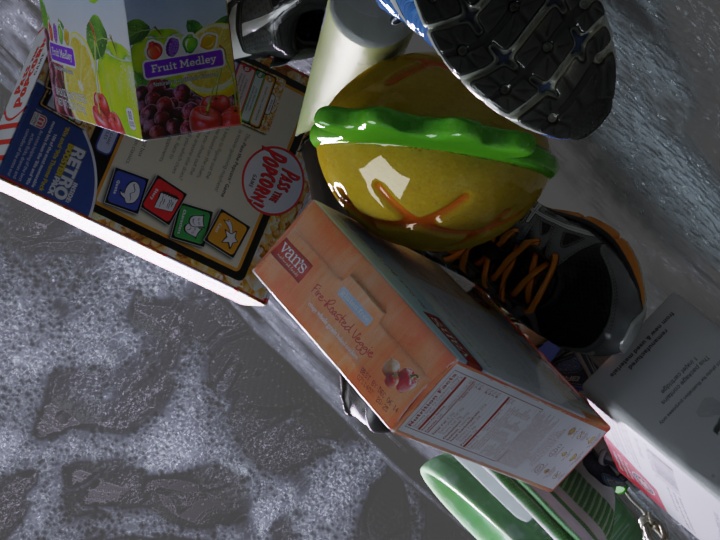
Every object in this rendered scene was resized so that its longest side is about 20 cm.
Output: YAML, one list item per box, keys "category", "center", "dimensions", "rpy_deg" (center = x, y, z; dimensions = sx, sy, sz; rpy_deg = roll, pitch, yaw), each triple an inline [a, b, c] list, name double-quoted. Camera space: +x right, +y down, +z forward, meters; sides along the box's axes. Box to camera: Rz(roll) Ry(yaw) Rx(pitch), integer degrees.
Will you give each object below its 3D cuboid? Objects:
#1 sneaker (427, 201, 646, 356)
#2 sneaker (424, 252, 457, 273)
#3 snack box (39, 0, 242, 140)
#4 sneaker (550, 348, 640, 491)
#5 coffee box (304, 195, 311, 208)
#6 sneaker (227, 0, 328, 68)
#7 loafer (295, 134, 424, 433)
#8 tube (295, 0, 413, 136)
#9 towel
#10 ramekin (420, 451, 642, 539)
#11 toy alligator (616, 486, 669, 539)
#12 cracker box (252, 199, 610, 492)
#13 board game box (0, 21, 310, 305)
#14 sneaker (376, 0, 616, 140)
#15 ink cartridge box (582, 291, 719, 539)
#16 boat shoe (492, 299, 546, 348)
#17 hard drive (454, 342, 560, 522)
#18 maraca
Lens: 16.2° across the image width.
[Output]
- category: "sneaker"
  center: [0.082, -0.014, 1.476]
  dimensions: [0.200, 0.078, 0.077]
  rpy_deg: [39, -156, 31]
- category: "sneaker"
  center: [0.039, -0.004, 1.611]
  dimensions: [0.079, 0.075, 0.201]
  rpy_deg: [-96, 1, -62]
- category: "snack box"
  center: [-0.136, -0.184, 1.444]
  dimensions: [0.169, 0.067, 0.201]
  rpy_deg: [-161, 63, -65]
- category: "sneaker"
  center: [0.193, 0.117, 1.654]
  dimensions: [0.200, 0.085, 0.077]
  rpy_deg: [38, 170, 32]
- category: "coffee box"
  center: [-0.004, -0.033, 1.766]
  dimensions: [0.080, 0.114, 0.200]
  rpy_deg: [43, 173, -5]
- category: "sneaker"
  center: [-0.061, -0.149, 1.508]
  dimensions: [0.090, 0.067, 0.200]
  rpy_deg: [36, 152, -8]
- category: "loafer"
  center: [0.000, 0.000, 1.554]
  dimensions: [0.071, 0.201, 0.073]
  rpy_deg: [-5, 175, 32]
- category: "tube"
  center: [0.001, -0.124, 1.461]
  dimensions: [0.058, 0.052, 0.200]
  rpy_deg: [5, 168, -5]
- category: "towel"
  center: [0.114, 0.107, 1.692]
  dimensions: [0.153, 0.023, 0.200]
  rpy_deg: [44, -161, -10]
- category: "ramekin"
  center: [0.158, 0.212, 2.270]
  dimensions: [0.200, 0.098, 0.200]
  rpy_deg: [43, 172, 8]
- category: "toy alligator"
  center: [0.178, 0.129, 1.925]
  dimensions: [0.200, 0.059, 0.054]
  rpy_deg: [45, 132, -4]
- category: "cracker box"
  center: [0.042, 0.045, 1.416]
  dimensions: [0.134, 0.058, 0.200]
  rpy_deg: [48, -169, 31]
- category: "board game box"
  center: [-0.124, -0.085, 1.623]
  dimensions: [0.200, 0.152, 0.046]
  rpy_deg: [27, 169, -22]
- category: "sneaker"
  center: [0.047, -0.138, 1.164]
  dimensions: [0.200, 0.079, 0.089]
  rpy_deg: [50, -179, 16]
- category: "ink cartridge box"
  center: [0.237, 0.125, 1.478]
  dimensions: [0.200, 0.084, 0.144]
  rpy_deg: [41, 171, 28]
- category: "boat shoe"
  center: [0.111, 0.018, 1.614]
  dimensions: [0.072, 0.068, 0.200]
  rpy_deg: [43, 172, 11]
- category: "hard drive"
  center: [0.099, 0.084, 1.782]
  dimensions: [0.132, 0.025, 0.200]
  rpy_deg: [44, -154, -2]
- category: "maraca"
  center: [0.038, -0.066, 1.360]
  dimensions: [0.137, 0.107, 0.200]
  rpy_deg: [4, 176, 5]
